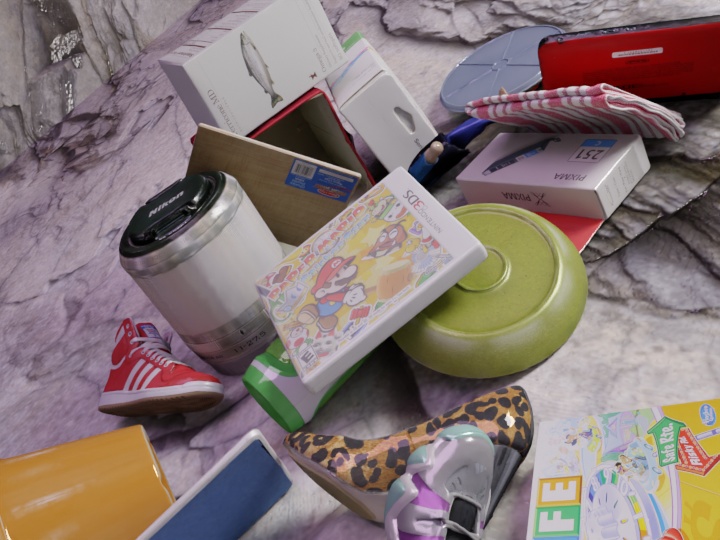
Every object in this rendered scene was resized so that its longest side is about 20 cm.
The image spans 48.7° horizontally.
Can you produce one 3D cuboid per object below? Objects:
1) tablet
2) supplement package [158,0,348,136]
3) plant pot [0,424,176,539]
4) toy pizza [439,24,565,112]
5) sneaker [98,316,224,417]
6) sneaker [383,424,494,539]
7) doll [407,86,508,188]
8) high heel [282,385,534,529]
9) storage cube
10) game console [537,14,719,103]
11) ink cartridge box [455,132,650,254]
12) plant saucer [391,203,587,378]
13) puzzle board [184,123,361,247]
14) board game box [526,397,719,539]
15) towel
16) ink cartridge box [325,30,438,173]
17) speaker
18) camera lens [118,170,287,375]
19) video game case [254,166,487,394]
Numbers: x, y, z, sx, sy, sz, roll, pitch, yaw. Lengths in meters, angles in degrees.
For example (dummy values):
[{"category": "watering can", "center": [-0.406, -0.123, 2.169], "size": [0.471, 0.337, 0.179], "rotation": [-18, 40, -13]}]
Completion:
[{"category": "tablet", "center": [-0.144, 0.224, 0.663], "size": [0.199, 0.131, 0.014], "rotation": [-42, 59, -15]}, {"category": "supplement package", "center": [-0.137, -0.268, 1.022], "size": [0.199, 0.118, 0.117], "rotation": [-39, 30, -15]}, {"category": "plant pot", "center": [-0.255, 0.234, 0.705], "size": [0.181, 0.203, 0.200], "rotation": [-25, 27, -17]}, {"category": "toy pizza", "center": [0.206, -0.282, 1.138], "size": [0.197, 0.032, 0.202], "rotation": [-25, 32, 17]}, {"category": "sneaker", "center": [-0.230, 0.107, 0.928], "size": [0.197, 0.071, 0.115], "rotation": [-11, 64, 36]}, {"category": "sneaker", "center": [0.060, 0.208, 0.492], "size": [0.139, 0.077, 0.203], "rotation": [22, 87, 60]}, {"category": "doll", "center": [0.108, -0.148, 0.992], "size": [0.199, 0.049, 0.136], "rotation": [-38, -2, 15]}, {"category": "high heel", "center": [0.039, 0.134, 0.653], "size": [0.197, 0.072, 0.144], "rotation": [17, 62, 34]}, {"category": "storage cube", "center": [-0.112, -0.146, 1.109], "size": [0.199, 0.172, 0.180], "rotation": [-36, 30, -6]}, {"category": "game console", "center": [0.302, -0.248, 0.874], "size": [0.196, 0.173, 0.121], "rotation": [-2, 66, 19]}, {"category": "ink cartridge box", "center": [0.181, -0.079, 0.859], "size": [0.176, 0.045, 0.198], "rotation": [-46, 32, -23]}, {"category": "plant saucer", "center": [0.112, 0.006, 0.745], "size": [0.196, 0.031, 0.203], "rotation": [-8, 50, 9]}, {"category": "puzzle board", "center": [-0.114, -0.097, 0.968], "size": [0.151, 0.196, 0.018], "rotation": [121, 159, -47]}, {"category": "board game box", "center": [0.173, 0.179, 0.507], "size": [0.132, 0.034, 0.202], "rotation": [-15, 35, 29]}, {"category": "towel", "center": [0.226, -0.163, 0.857], "size": [0.198, 0.144, 0.031], "rotation": [9, 91, 54]}, {"category": "ink cartridge box", "center": [0.027, -0.232, 1.115], "size": [0.087, 0.145, 0.201], "rotation": [-39, 30, 10]}, {"category": "speaker", "center": [-0.025, 0.066, 0.810], "size": [0.200, 0.089, 0.088], "rotation": [-45, 32, -18]}, {"category": "camera lens", "center": [-0.169, 0.000, 0.926], "size": [0.158, 0.201, 0.161], "rotation": [-23, 31, 15]}, {"category": "video game case", "center": [0.000, 0.000, 0.763], "size": [0.199, 0.023, 0.182], "rotation": [-38, 36, 1]}]
